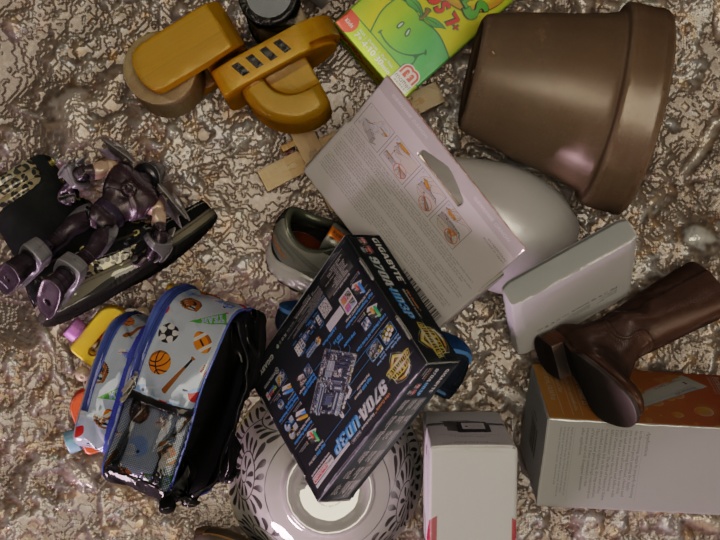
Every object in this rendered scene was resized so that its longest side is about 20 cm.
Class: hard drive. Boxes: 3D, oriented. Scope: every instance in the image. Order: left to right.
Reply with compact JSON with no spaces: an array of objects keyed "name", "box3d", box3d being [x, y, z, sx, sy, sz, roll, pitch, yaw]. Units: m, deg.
[{"name":"hard drive","box3d":[0.200,0.019,1.681,0.132,0.200,0.027,-29,73,-2]}]

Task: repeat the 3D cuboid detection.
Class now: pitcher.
[{"name":"pitcher","box3d":[0.096,-0.040,1.717,0.199,0.121,0.172,26,130,-10]}]

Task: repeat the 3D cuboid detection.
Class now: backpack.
[{"name":"backpack","box3d":[-0.167,0.109,1.625,0.154,0.200,0.191,25,93,5]}]

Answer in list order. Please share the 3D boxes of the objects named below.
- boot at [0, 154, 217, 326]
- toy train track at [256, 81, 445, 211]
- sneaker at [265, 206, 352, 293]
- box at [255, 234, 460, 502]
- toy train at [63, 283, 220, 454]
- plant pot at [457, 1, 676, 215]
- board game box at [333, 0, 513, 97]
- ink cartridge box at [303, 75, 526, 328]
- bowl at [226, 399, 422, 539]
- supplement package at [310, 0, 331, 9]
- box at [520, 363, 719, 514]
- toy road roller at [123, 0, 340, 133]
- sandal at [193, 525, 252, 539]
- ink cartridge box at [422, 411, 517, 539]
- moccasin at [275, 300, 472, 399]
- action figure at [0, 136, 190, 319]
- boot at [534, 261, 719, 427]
[{"name":"boot","box3d":[-0.257,-0.056,1.703,0.203,0.073,0.154,-31,82,-17]},{"name":"toy train track","box3d":[-0.010,-0.131,1.739,0.199,0.033,0.115,-27,88,-7]},{"name":"sneaker","box3d":[0.000,0.000,1.690,0.199,0.079,0.074,22,51,12]},{"name":"box","box3d":[-0.011,0.091,1.619,0.200,0.046,0.159,-55,52,31]},{"name":"toy train","box3d":[-0.212,0.096,1.731,0.199,0.056,0.151,-24,100,-1]},{"name":"plant pot","box3d":[0.188,-0.168,1.668,0.174,0.200,0.201,12,93,-2]},{"name":"board game box","box3d":[0.077,-0.267,1.714,0.200,0.048,0.102,-43,95,-6]},{"name":"ink cartridge box","box3d":[0.056,-0.063,1.594,0.045,0.176,0.200,-33,83,-39]},{"name":"bowl","box3d":[-0.033,0.208,1.728,0.200,0.094,0.202,0,94,-5]},{"name":"supplement package","box3d":[-0.025,-0.368,1.673,0.121,0.120,0.200,35,91,-7]},{"name":"box","box3d":[0.267,0.165,1.720,0.199,0.124,0.098,4,111,-5]},{"name":"toy road roller","box3d":[-0.111,-0.184,1.668,0.200,0.123,0.146,-29,85,-1]},{"name":"sandal","box3d":[-0.079,0.313,1.734,0.199,0.082,0.055,26,65,-3]},{"name":"ink cartridge box","box3d":[0.102,0.221,1.687,0.083,0.200,0.146,0,94,0]},{"name":"moccasin","box3d":[0.009,0.083,1.729,0.199,0.080,0.068,16,107,-1]},{"name":"action figure","box3d":[-0.246,-0.043,1.632,0.130,0.069,0.200,36,56,12]},{"name":"boot","box3d":[0.291,0.064,1.684,0.199,0.186,0.064,-22,119,-15]}]
